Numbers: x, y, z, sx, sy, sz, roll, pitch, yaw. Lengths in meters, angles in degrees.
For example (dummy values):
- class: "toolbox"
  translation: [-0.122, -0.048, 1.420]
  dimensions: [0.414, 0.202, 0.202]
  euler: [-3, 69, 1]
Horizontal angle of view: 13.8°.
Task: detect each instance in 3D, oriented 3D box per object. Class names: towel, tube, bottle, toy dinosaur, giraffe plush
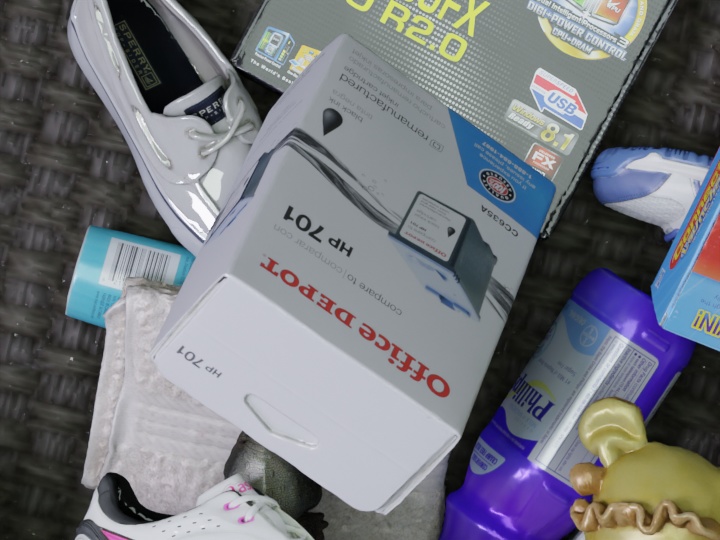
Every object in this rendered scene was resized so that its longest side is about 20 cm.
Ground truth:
- class: "towel"
  translation: [-0.045, 0.081, 1.589]
  dimensions: [0.199, 0.035, 0.133]
  euler: [9, 109, -2]
- class: "tube"
  translation: [-0.059, 0.026, 1.612]
  dimensions: [0.199, 0.050, 0.078]
  euler: [16, 95, -1]
- class: "bottle"
  translation: [0.100, 0.097, 1.582]
  dimensions: [0.065, 0.084, 0.200]
  euler: [32, 93, -18]
- class: "toy dinosaur"
  translation: [-0.048, 0.122, 1.532]
  dimensions: [0.077, 0.102, 0.201]
  euler: [15, 108, -5]
- class: "giraffe plush"
  translation: [0.187, 0.139, 1.487]
  dimensions: [0.161, 0.200, 0.173]
  euler: [-2, 53, 11]

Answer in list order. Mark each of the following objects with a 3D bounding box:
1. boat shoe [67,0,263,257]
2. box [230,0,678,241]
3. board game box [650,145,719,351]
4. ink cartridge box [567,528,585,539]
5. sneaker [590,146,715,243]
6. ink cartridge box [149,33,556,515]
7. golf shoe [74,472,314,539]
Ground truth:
- class: "boat shoe"
  translation: [-0.086, -0.081, 1.591]
  dimensions: [0.072, 0.066, 0.201]
  euler: [-26, 79, -21]
- class: "box"
  translation: [0.053, -0.132, 1.610]
  dimensions: [0.199, 0.044, 0.161]
  euler: [30, 90, 3]
- class: "board game box"
  translation: [0.278, -0.029, 1.512]
  dimensions: [0.199, 0.056, 0.196]
  euler: [22, 110, -9]
- class: "ink cartridge box"
  translation: [0.174, 0.226, 1.583]
  dimensions: [0.200, 0.067, 0.116]
  euler: [40, 89, 3]
- class: "sneaker"
  translation: [0.212, -0.005, 1.585]
  dimensions: [0.199, 0.075, 0.089]
  euler: [19, 90, 3]
- class: "ink cartridge box"
  translation: [0.000, 0.000, 1.502]
  dimensions: [0.146, 0.200, 0.086]
  euler: [35, 132, -11]
- class: "golf shoe"
  translation: [-0.054, 0.147, 1.449]
  dimensions: [0.199, 0.073, 0.093]
  euler: [4, 88, 22]
